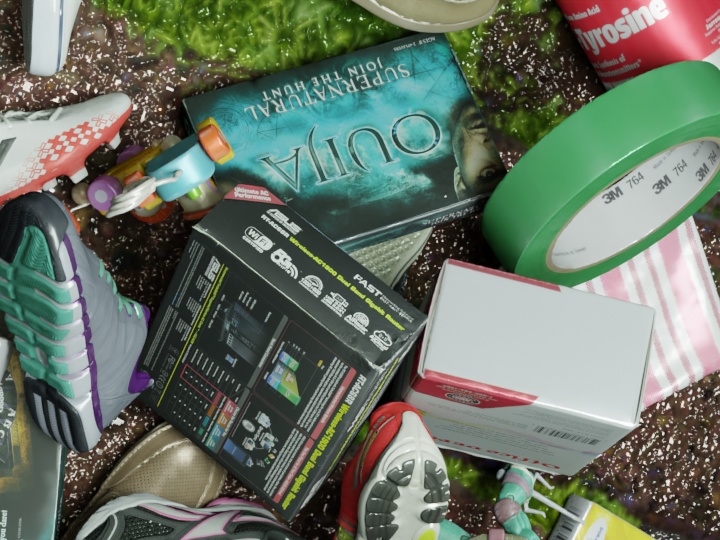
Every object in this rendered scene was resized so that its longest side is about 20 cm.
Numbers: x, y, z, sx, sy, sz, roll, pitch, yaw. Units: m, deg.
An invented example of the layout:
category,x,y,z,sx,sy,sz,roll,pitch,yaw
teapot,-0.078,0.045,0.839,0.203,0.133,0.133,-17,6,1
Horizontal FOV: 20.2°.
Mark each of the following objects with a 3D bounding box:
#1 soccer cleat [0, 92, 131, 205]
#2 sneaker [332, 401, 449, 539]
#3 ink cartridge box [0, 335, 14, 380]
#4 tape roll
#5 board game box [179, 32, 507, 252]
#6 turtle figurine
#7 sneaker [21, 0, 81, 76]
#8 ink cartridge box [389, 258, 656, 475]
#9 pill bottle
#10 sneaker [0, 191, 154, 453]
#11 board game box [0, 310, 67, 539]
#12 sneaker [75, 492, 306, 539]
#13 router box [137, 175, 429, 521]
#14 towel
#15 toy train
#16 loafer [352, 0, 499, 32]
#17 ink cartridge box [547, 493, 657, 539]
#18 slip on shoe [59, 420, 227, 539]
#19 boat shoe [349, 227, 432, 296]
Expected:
category,x,y,z,sx,sy,sz,roll,pitch,yaw
soccer cleat,-0.246,-0.080,1.340,0.199,0.069,0.086,-29,107,-10
sneaker,0.014,0.170,1.373,0.076,0.085,0.201,5,131,-18
ink cartridge box,-0.340,0.074,1.281,0.199,0.084,0.147,22,86,-2
tape roll,0.178,-0.062,1.398,0.199,0.201,0.048,-26,69,-15
board game box,-0.009,-0.081,1.400,0.199,0.028,0.136,-18,70,-17
turtle figurine,0.094,0.209,1.439,0.198,0.101,0.151,10,86,3
sneaker,-0.182,-0.227,1.346,0.070,0.073,0.202,9,91,-16
ink cartridge box,0.102,0.070,1.366,0.145,0.200,0.083,13,75,-3
pill bottle,0.191,-0.217,1.452,0.112,0.112,0.201,-35,103,-13
sneaker,-0.176,0.018,1.274,0.087,0.074,0.201,-39,144,-34
board game box,-0.262,0.115,1.339,0.134,0.028,0.202,5,86,-2
sneaker,-0.105,0.192,1.350,0.199,0.086,0.081,-8,106,-48
router box,-0.059,0.055,1.321,0.150,0.200,0.062,39,50,7
towel,0.183,0.043,1.511,0.199,0.030,0.147,-24,102,-16
toy train,-0.158,-0.033,1.322,0.150,0.199,0.056,-43,108,-36
loafer,0.013,-0.224,1.402,0.198,0.068,0.077,14,54,-18
ink cartridge box,0.198,0.302,1.528,0.199,0.047,0.199,30,83,-16
slip on shoe,-0.161,0.181,1.388,0.200,0.061,0.076,-43,105,-11
boat shoe,0.000,0.000,1.427,0.074,0.062,0.201,21,68,-3
